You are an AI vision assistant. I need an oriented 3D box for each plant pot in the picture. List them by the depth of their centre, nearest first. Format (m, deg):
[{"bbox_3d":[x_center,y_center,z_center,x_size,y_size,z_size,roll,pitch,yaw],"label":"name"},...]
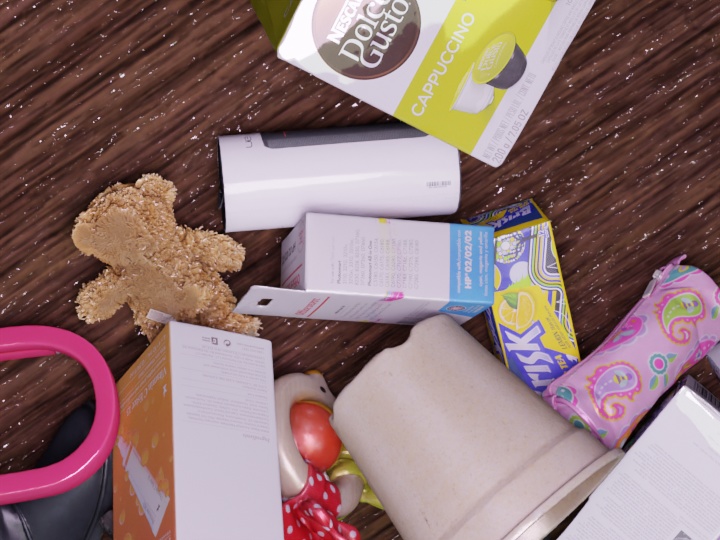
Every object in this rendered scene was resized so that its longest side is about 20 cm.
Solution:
[{"bbox_3d":[0.079,0.144,1.384,0.200,0.200,0.184,-43,76,8],"label":"plant pot"}]

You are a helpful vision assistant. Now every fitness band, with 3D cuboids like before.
[{"bbox_3d":[-0.298,0.122,1.423,0.197,0.037,0.145,-9,69,0],"label":"fitness band"}]

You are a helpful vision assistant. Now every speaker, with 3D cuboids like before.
[{"bbox_3d":[-0.021,-0.078,1.416,0.197,0.081,0.082,-5,112,-6],"label":"speaker"}]

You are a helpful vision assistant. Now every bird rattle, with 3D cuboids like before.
[{"bbox_3d":[-0.041,0.169,1.459,0.112,0.199,0.164,-31,88,35],"label":"bird rattle"}]

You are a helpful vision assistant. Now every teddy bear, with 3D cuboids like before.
[{"bbox_3d":[-0.165,0.007,1.441,0.145,0.067,0.200,-39,117,20],"label":"teddy bear"}]

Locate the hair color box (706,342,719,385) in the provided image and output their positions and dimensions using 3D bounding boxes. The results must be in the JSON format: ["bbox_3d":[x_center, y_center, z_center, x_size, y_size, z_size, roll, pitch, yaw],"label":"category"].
[{"bbox_3d":[0.421,0.067,1.535,0.198,0.099,0.061,-29,114,2],"label":"hair color box"}]

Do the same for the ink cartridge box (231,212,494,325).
[{"bbox_3d":[0.000,0.000,1.407,0.197,0.115,0.069,4,77,-13],"label":"ink cartridge box"}]

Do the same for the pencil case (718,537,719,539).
[{"bbox_3d":[0.334,0.227,1.589,0.197,0.084,0.086,8,129,-13],"label":"pencil case"}]

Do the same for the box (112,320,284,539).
[{"bbox_3d":[-0.135,0.163,1.391,0.097,0.202,0.124,13,144,-28],"label":"box"}]

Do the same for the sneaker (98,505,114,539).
[{"bbox_3d":[-0.146,0.224,1.497,0.088,0.075,0.200,-57,140,-5],"label":"sneaker"}]

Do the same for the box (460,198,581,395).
[{"bbox_3d":[0.147,0.046,1.501,0.069,0.064,0.202,-16,113,-3],"label":"box"}]

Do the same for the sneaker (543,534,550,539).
[{"bbox_3d":[0.123,0.206,1.529,0.075,0.116,0.201,-27,112,2],"label":"sneaker"}]

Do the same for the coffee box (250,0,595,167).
[{"bbox_3d":[0.050,-0.230,1.306,0.196,0.200,0.201,25,104,-17],"label":"coffee box"}]

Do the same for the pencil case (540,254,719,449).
[{"bbox_3d":[0.237,0.077,1.472,0.200,0.087,0.088,-43,115,-24],"label":"pencil case"}]

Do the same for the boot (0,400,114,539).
[{"bbox_3d":[-0.302,0.205,1.454,0.167,0.076,0.202,1,118,-34],"label":"boot"}]

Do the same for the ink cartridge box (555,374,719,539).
[{"bbox_3d":[0.263,0.203,1.506,0.109,0.050,0.201,39,106,5],"label":"ink cartridge box"}]
